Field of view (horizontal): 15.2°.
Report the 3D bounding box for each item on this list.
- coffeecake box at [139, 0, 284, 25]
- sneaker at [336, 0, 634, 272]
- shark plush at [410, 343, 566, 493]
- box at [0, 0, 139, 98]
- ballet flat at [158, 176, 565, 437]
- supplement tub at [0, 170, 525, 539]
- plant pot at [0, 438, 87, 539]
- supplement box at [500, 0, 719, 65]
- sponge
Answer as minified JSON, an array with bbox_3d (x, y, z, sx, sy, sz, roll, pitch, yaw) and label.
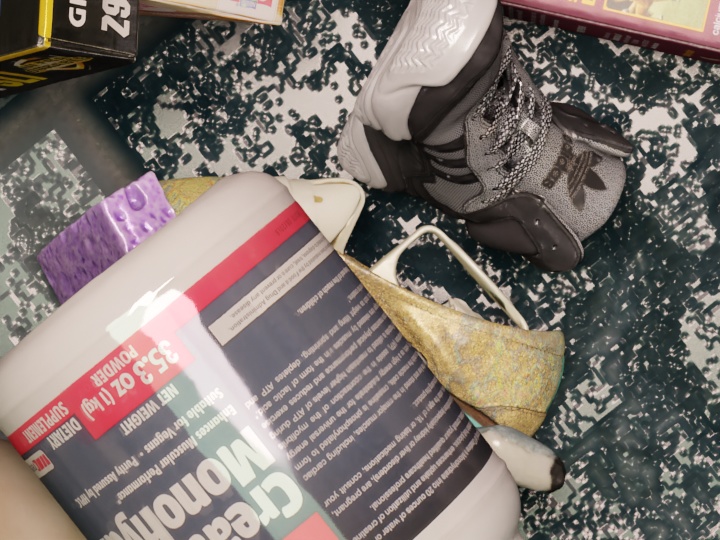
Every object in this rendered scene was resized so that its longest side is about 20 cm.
[{"bbox_3d":[-0.089,-0.207,1.105,0.073,0.153,0.201,7,92,-40],"label":"coffeecake box"},{"bbox_3d":[0.058,-0.061,1.081,0.113,0.200,0.076,28,78,-1],"label":"sneaker"},{"bbox_3d":[-0.010,0.065,1.113,0.200,0.083,0.091,43,71,-21],"label":"shark plush"},{"bbox_3d":[-0.158,-0.150,1.087,0.049,0.199,0.161,5,83,-39],"label":"box"},{"bbox_3d":[0.000,0.000,1.149,0.199,0.071,0.071,32,93,-3],"label":"ballet flat"},{"bbox_3d":[-0.030,0.078,1.006,0.140,0.140,0.200,-39,92,4],"label":"supplement tub"},{"bbox_3d":[-0.194,0.134,1.039,0.172,0.200,0.202,0,91,-23],"label":"plant pot"},{"bbox_3d":[0.104,-0.154,1.127,0.199,0.086,0.111,13,92,4],"label":"supplement box"},{"bbox_3d":[-0.065,0.064,1.132,0.030,0.111,0.201,-29,89,-25],"label":"sponge"}]
